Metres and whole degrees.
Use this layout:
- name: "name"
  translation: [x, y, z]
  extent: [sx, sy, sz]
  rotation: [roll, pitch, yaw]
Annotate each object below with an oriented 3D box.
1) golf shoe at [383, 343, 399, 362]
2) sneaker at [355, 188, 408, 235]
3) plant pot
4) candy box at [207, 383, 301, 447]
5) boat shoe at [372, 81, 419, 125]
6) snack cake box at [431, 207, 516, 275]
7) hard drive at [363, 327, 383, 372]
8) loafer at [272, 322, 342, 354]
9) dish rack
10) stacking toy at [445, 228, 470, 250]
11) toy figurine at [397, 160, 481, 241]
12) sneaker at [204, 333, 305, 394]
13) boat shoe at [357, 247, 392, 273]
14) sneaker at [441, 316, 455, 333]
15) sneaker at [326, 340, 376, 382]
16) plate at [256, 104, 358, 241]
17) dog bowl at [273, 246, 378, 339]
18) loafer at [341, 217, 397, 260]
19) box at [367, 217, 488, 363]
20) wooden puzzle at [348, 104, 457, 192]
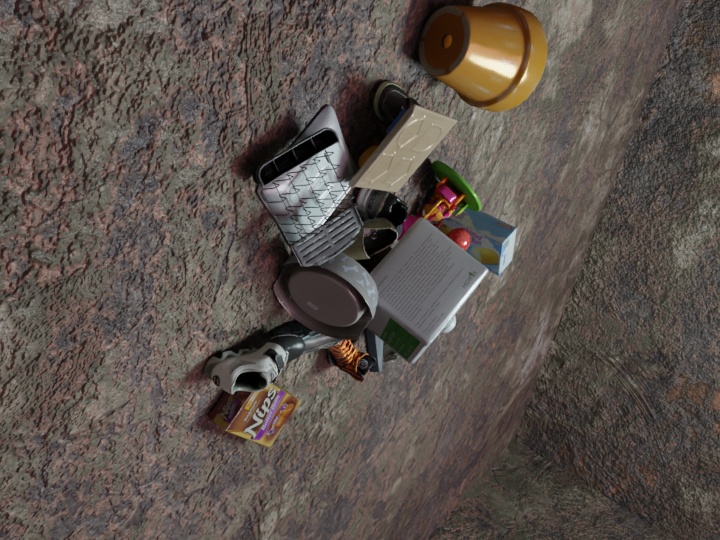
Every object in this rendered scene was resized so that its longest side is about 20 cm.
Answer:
- name: "golf shoe"
  translation: [0.091, 0.145, 1.731]
  extent: [0.097, 0.078, 0.200]
  rotation: [-72, -172, -53]
- name: "sneaker"
  translation: [0.058, -0.106, 1.412]
  extent: [0.074, 0.087, 0.200]
  rotation: [-59, 153, -12]
- name: "plant pot"
  translation: [0.216, -0.412, 1.303]
  extent: [0.183, 0.200, 0.201]
  rotation: [-1, 118, -43]
- name: "candy box"
  translation: [-0.204, 0.272, 1.363]
  extent: [0.117, 0.056, 0.200]
  rotation: [-56, 151, -9]
- name: "boat shoe"
  translation: [0.089, -0.295, 1.311]
  extent: [0.072, 0.066, 0.201]
  rotation: [-61, 153, 1]
- name: "snack cake box"
  translation: [0.271, -0.087, 1.674]
  extent: [0.067, 0.200, 0.115]
  rotation: [-45, 149, -27]
- name: "hard drive"
  translation: [0.030, 0.118, 1.568]
  extent: [0.200, 0.033, 0.140]
  rotation: [82, 10, -50]
- name: "loafer"
  translation: [-0.095, 0.133, 1.392]
  extent: [0.200, 0.072, 0.063]
  rotation: [-10, 126, -40]
- name: "dish rack"
  translation: [-0.074, -0.110, 1.116]
  extent: [0.153, 0.055, 0.200]
  rotation: [-35, 113, -22]
- name: "stacking toy"
  translation: [0.197, -0.047, 1.610]
  extent: [0.085, 0.085, 0.200]
  rotation: [-48, -174, -24]
- name: "toy figurine"
  translation: [0.151, -0.124, 1.558]
  extent: [0.184, 0.150, 0.200]
  rotation: [-44, 176, -3]
- name: "sneaker"
  translation: [-0.171, 0.177, 1.244]
  extent: [0.200, 0.088, 0.074]
  rotation: [-17, 129, -36]
- name: "boat shoe"
  translation: [0.000, 0.000, 1.452]
  extent: [0.065, 0.072, 0.200]
  rotation: [-36, -170, 45]
- name: "sneaker"
  translation: [0.136, 0.059, 1.605]
  extent: [0.074, 0.201, 0.118]
  rotation: [-43, 146, 6]
- name: "sneaker"
  translation: [-0.022, 0.173, 1.514]
  extent: [0.078, 0.112, 0.200]
  rotation: [-51, 150, -19]
- name: "plate"
  translation: [-0.076, -0.152, 1.202]
  extent: [0.200, 0.032, 0.200]
  rotation: [-52, 151, -15]
- name: "dog bowl"
  translation: [-0.058, 0.038, 1.248]
  extent: [0.200, 0.200, 0.059]
  rotation: [85, 28, -48]
- name: "loafer"
  translation: [-0.016, -0.053, 1.293]
  extent: [0.200, 0.070, 0.075]
  rotation: [-22, 106, -20]
- name: "box"
  translation: [0.111, 0.045, 1.372]
  extent: [0.200, 0.171, 0.199]
  rotation: [-48, 171, -17]
- name: "wooden puzzle"
  translation: [0.073, -0.227, 1.273]
  extent: [0.185, 0.046, 0.200]
  rotation: [-48, 162, 24]
